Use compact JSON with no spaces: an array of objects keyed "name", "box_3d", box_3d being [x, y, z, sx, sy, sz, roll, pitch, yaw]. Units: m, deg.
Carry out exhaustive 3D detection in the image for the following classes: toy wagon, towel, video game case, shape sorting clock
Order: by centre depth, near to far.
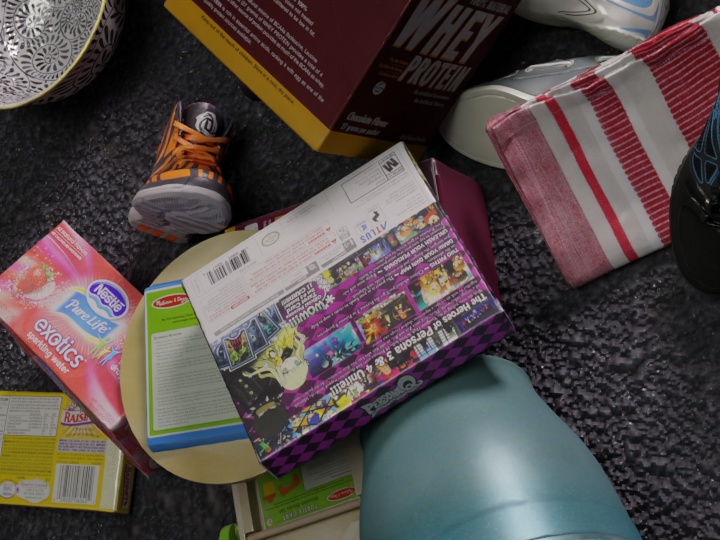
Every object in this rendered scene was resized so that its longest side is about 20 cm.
[{"name":"video game case","box_3d":[-0.014,0.025,1.219,0.199,0.036,0.182,-33,51,4]},{"name":"towel","box_3d":[0.205,-0.086,1.224,0.199,0.023,0.144,-26,102,24]},{"name":"shape sorting clock","box_3d":[-0.098,0.065,1.306,0.199,0.039,0.201,-7,74,25]},{"name":"toy wagon","box_3d":[-0.043,0.187,1.345,0.155,0.040,0.201,-22,68,26]}]

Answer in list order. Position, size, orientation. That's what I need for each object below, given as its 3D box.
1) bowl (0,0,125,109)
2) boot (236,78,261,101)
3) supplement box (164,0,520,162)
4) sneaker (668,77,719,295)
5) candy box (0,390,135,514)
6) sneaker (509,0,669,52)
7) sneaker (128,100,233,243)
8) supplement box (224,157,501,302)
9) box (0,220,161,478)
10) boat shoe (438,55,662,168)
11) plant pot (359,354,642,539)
[{"name":"bowl","box_3d":[-0.283,-0.231,1.563,0.200,0.094,0.202,-8,73,29]},{"name":"boot","box_3d":[-0.033,-0.240,1.436,0.131,0.070,0.201,-1,88,28]},{"name":"supplement box","box_3d":[-0.004,-0.220,1.288,0.197,0.133,0.200,44,112,28]},{"name":"sneaker","box_3d":[0.255,-0.069,1.162,0.073,0.082,0.201,12,115,7]},{"name":"candy box","box_3d":[-0.281,0.159,1.507,0.199,0.026,0.103,-1,74,31]},{"name":"sneaker","box_3d":[0.149,-0.223,1.309,0.199,0.072,0.073,23,89,31]},{"name":"sneaker","box_3d":[-0.142,-0.091,1.408,0.200,0.077,0.113,-9,62,69]},{"name":"supplement box","box_3d":[0.000,0.000,1.336,0.199,0.086,0.111,-17,70,28]},{"name":"box","box_3d":[-0.214,0.064,1.431,0.103,0.095,0.200,-42,57,-12]},{"name":"boat shoe","box_3d":[0.151,-0.126,1.302,0.199,0.073,0.062,-4,33,38]},{"name":"plant pot","box_3d":[0.084,0.171,1.189,0.200,0.200,0.188,-37,48,19]}]
